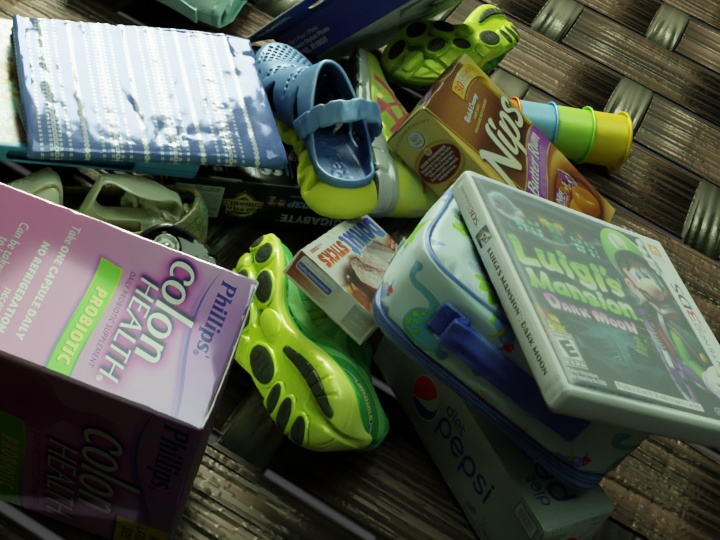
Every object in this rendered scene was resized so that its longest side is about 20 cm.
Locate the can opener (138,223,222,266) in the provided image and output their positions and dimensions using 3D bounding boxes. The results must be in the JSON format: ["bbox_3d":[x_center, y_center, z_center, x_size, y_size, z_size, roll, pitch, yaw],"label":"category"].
[{"bbox_3d":[-0.187,0.018,0.767,0.197,0.079,0.064,-14,63,-25],"label":"can opener"}]

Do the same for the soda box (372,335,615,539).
[{"bbox_3d":[0.088,0.110,0.789,0.067,0.064,0.201,-6,48,-32],"label":"soda box"}]

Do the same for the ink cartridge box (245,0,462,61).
[{"bbox_3d":[0.022,-0.246,1.041,0.199,0.198,0.041,-25,92,-47],"label":"ink cartridge box"}]

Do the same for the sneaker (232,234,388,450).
[{"bbox_3d":[-0.042,0.055,0.787,0.083,0.074,0.201,31,21,-43],"label":"sneaker"}]

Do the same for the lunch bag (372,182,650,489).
[{"bbox_3d":[0.108,0.039,0.750,0.199,0.083,0.161,38,29,-2],"label":"lunch bag"}]

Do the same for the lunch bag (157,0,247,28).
[{"bbox_3d":[-0.173,-0.334,1.109,0.168,0.123,0.201,25,48,-1],"label":"lunch bag"}]

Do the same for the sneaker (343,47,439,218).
[{"bbox_3d":[0.022,-0.117,1.007,0.089,0.078,0.202,11,48,-25],"label":"sneaker"}]

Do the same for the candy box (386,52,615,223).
[{"bbox_3d":[0.125,-0.079,0.968,0.200,0.056,0.117,44,40,-7],"label":"candy box"}]

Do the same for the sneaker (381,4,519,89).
[{"bbox_3d":[0.088,-0.205,1.114,0.074,0.084,0.199,49,41,14],"label":"sneaker"}]

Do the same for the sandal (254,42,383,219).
[{"bbox_3d":[-0.031,-0.132,0.904,0.078,0.088,0.201,-7,42,-28],"label":"sandal"}]

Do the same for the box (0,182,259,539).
[{"bbox_3d":[-0.176,0.055,0.629,0.197,0.177,0.098,20,52,-4],"label":"box"}]

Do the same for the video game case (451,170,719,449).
[{"bbox_3d":[0.163,0.028,0.726,0.198,0.023,0.183,16,39,-34],"label":"video game case"}]

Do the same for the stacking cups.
[{"bbox_3d":[0.166,-0.139,1.110,0.196,0.061,0.061,5,43,-12],"label":"stacking cups"}]

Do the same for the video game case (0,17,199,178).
[{"bbox_3d":[-0.229,-0.134,0.847,0.197,0.018,0.145,3,49,-32],"label":"video game case"}]

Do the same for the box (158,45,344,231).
[{"bbox_3d":[-0.098,-0.123,0.969,0.156,0.046,0.202,4,44,-21],"label":"box"}]

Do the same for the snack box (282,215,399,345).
[{"bbox_3d":[0.000,0.000,0.824,0.072,0.024,0.200,42,15,1],"label":"snack box"}]

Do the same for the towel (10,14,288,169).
[{"bbox_3d":[-0.160,-0.132,0.856,0.197,0.024,0.146,0,51,-26],"label":"towel"}]

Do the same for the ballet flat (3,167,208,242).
[{"bbox_3d":[-0.206,-0.042,0.817,0.197,0.071,0.071,2,44,-22],"label":"ballet flat"}]
